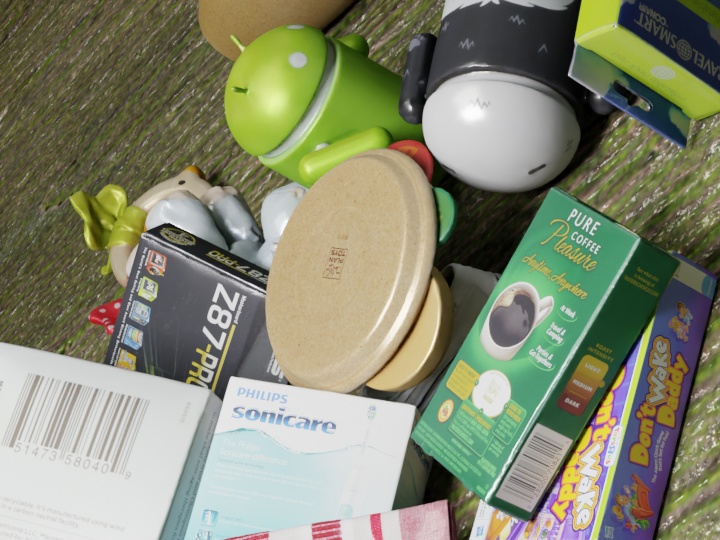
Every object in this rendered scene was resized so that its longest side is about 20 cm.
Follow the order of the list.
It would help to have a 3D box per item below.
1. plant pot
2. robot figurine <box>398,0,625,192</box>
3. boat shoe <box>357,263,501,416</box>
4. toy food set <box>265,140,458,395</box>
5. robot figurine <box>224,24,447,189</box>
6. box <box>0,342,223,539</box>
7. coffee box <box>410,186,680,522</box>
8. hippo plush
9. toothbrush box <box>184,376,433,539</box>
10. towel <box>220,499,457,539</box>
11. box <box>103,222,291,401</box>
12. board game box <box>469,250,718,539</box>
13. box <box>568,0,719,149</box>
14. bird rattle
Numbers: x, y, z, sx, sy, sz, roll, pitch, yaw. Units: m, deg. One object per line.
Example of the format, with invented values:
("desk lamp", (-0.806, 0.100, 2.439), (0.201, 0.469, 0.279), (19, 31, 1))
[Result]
("plant pot", (-0.075, -0.292, 1.997), (0.187, 0.186, 0.200), (-92, 27, -43))
("robot figurine", (0.116, -0.155, 1.602), (0.150, 0.125, 0.200), (-35, 38, 57))
("boat shoe", (0.033, 0.066, 1.606), (0.200, 0.067, 0.074), (-51, 30, 21))
("toy food set", (0.000, 0.000, 1.582), (0.200, 0.049, 0.198), (-17, 60, 50))
("robot figurine", (-0.023, -0.121, 1.715), (0.116, 0.200, 0.176), (-48, 28, 26))
("box", (-0.199, 0.188, 1.624), (0.199, 0.171, 0.200), (11, 71, 22))
("coffee box", (0.120, 0.053, 1.402), (0.200, 0.044, 0.123), (-61, 29, 4))
("hippo plush", (-0.092, -0.003, 1.775), (0.161, 0.159, 0.200), (-29, 43, 47))
("toothbrush box", (-0.042, 0.190, 1.533), (0.146, 0.085, 0.200), (7, 68, 16))
("towel", (-0.026, 0.239, 1.447), (0.200, 0.023, 0.144), (-11, 64, 7))
("box", (-0.128, 0.084, 1.729), (0.049, 0.161, 0.200), (-30, -37, -64))
("board game box", (0.153, 0.092, 1.408), (0.134, 0.045, 0.200), (-12, 56, 55))
("box", (0.214, -0.200, 1.474), (0.048, 0.122, 0.200), (-19, 51, 50))
("bird rattle", (-0.198, -0.020, 2.035), (0.163, 0.113, 0.200), (-37, 37, 11))
